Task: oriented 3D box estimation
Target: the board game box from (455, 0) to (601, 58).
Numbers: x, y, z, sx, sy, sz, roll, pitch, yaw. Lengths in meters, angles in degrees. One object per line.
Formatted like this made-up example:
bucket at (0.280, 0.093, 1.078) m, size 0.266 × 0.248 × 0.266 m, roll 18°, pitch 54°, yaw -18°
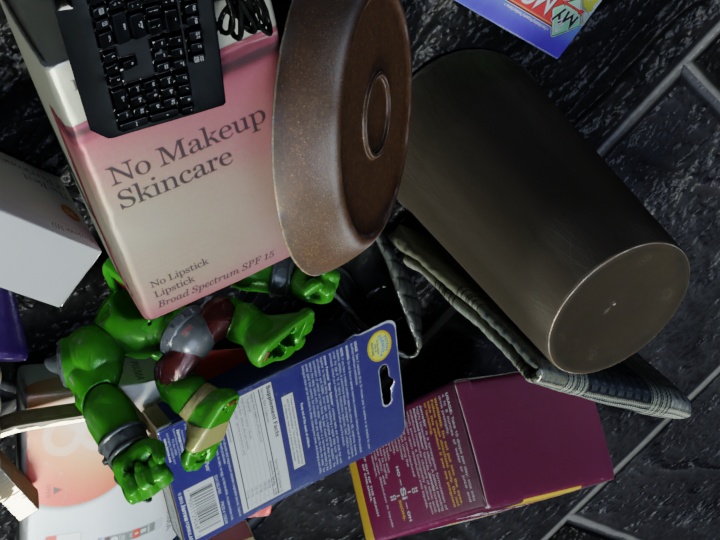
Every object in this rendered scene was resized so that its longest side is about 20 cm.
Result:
board game box at (0.103, -0.230, 0.816) m, size 0.200 × 0.029 × 0.135 m, roll 17°, pitch 116°, yaw -43°

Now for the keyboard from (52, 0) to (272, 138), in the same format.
keyboard at (-0.087, -0.132, 0.573) m, size 0.104 × 0.040 × 0.200 m, roll -23°, pitch 150°, yaw -14°

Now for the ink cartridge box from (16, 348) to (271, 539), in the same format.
ink cartridge box at (-0.151, 0.142, 0.932) m, size 0.199 × 0.050 × 0.163 m, roll -2°, pitch 117°, yaw -19°

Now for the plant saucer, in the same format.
plant saucer at (-0.004, -0.094, 0.762) m, size 0.034 × 0.201 × 0.201 m, roll 7°, pitch 139°, yaw 16°

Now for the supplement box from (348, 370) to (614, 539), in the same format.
supplement box at (0.092, 0.153, 1.049) m, size 0.131 × 0.104 × 0.200 m, roll -6°, pitch 164°, yaw -29°

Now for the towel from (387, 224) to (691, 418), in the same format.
towel at (0.133, 0.043, 0.964) m, size 0.192 × 0.200 × 0.035 m, roll 15°, pitch 112°, yaw -42°

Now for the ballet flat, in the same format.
ballet flat at (0.000, 0.000, 0.939) m, size 0.066 × 0.057 × 0.200 m, roll -37°, pitch 140°, yaw 6°

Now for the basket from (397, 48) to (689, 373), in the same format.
basket at (0.124, -0.036, 0.882) m, size 0.136 × 0.200 × 0.180 m, roll -40°, pitch 139°, yaw 4°

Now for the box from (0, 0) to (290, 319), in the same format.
box at (-0.111, -0.091, 0.737) m, size 0.128 × 0.109 × 0.200 m, roll -25°, pitch 139°, yaw -12°

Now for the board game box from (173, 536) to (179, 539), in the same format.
board game box at (-0.144, 0.172, 1.021) m, size 0.200 × 0.034 × 0.136 m, roll -30°, pitch 139°, yaw -6°

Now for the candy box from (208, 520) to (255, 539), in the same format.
candy box at (-0.145, 0.299, 1.095) m, size 0.115 × 0.055 × 0.200 m, roll -20°, pitch 151°, yaw -20°

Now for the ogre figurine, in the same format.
ogre figurine at (-0.115, 0.042, 0.827) m, size 0.200 × 0.120 × 0.098 m, roll -53°, pitch 164°, yaw -3°

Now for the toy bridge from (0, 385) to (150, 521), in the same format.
toy bridge at (-0.243, 0.137, 0.850) m, size 0.200 × 0.027 × 0.067 m, roll -33°, pitch 119°, yaw 0°

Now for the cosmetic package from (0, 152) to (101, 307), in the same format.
cosmetic package at (-0.246, -0.048, 0.705) m, size 0.051 × 0.083 × 0.200 m, roll -48°, pitch 139°, yaw 15°

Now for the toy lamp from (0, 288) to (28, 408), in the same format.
toy lamp at (-0.239, 0.108, 0.797) m, size 0.058 × 0.201 × 0.058 m, roll -1°, pitch 172°, yaw 0°

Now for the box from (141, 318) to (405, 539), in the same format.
box at (-0.058, 0.115, 0.950) m, size 0.200 × 0.032 × 0.121 m, roll -23°, pitch 128°, yaw -23°
